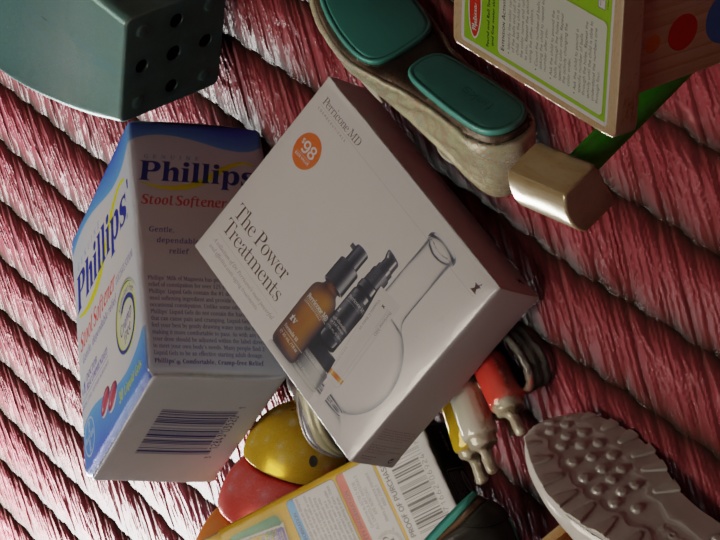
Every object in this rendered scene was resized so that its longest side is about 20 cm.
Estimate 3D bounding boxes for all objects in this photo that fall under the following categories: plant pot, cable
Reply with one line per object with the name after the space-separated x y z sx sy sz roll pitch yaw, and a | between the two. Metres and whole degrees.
-0.191 -0.205 1.727 0.200 0.141 0.142 40 140 31 | plant pot
0.055 0.031 1.528 0.201 0.050 0.097 60 144 19 | cable

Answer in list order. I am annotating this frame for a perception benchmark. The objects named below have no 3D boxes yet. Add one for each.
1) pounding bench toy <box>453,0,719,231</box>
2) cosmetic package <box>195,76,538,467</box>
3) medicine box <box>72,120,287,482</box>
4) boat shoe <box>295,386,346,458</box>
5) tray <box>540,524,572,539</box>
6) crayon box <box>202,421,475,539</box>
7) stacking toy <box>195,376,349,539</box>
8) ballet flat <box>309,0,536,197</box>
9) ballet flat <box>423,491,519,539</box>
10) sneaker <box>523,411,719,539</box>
0.143 -0.132 1.170 0.124 0.155 0.201 36 136 44 | pounding bench toy
0.000 0.000 1.528 0.151 0.052 0.200 -49 57 17 | cosmetic package
-0.134 0.025 1.731 0.182 0.102 0.201 125 143 -55 | medicine box
-0.007 0.025 1.626 0.073 0.074 0.201 -6 99 34 | boat shoe
0.150 0.259 1.462 0.099 0.037 0.200 -41 63 12 | tray
-0.008 0.201 1.620 0.199 0.052 0.126 -28 80 18 | crayon box
-0.045 0.143 1.714 0.146 0.145 0.201 30 117 49 | stacking toy
0.032 -0.113 1.468 0.200 0.067 0.063 48 154 35 | ballet flat
0.024 0.225 1.547 0.200 0.068 0.068 -40 88 16 | ballet flat
0.161 0.162 1.409 0.200 0.076 0.081 47 153 38 | sneaker
